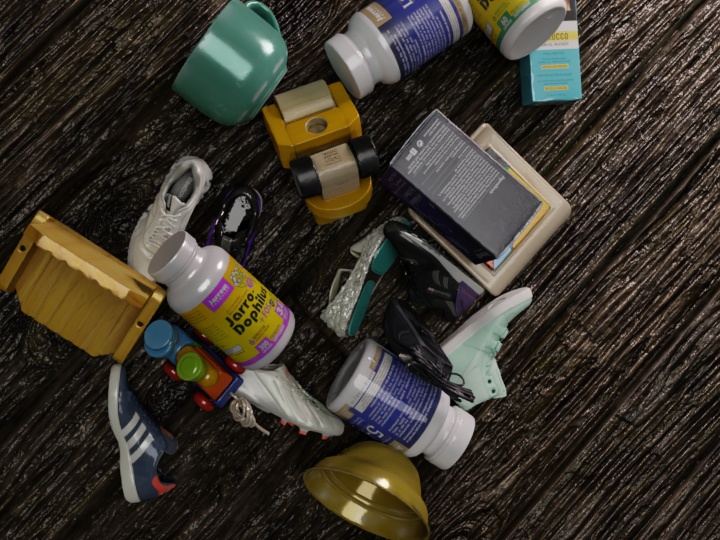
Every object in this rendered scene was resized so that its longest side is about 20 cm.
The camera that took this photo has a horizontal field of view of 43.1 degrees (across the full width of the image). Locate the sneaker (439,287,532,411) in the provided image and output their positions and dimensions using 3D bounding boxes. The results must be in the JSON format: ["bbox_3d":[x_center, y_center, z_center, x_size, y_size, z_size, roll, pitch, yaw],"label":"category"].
[{"bbox_3d":[0.201,0.122,1.367,0.200,0.074,0.118,-40,90,4],"label":"sneaker"}]

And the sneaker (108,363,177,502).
[{"bbox_3d":[-0.305,0.225,1.294,0.084,0.075,0.202,-9,103,-7],"label":"sneaker"}]

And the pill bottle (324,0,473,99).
[{"bbox_3d":[0.053,-0.341,1.312,0.199,0.116,0.116,-36,96,-7],"label":"pill bottle"}]

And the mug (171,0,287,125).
[{"bbox_3d":[-0.162,-0.291,1.261,0.114,0.152,0.186,36,86,-11],"label":"mug"}]

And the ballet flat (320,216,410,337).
[{"bbox_3d":[0.000,0.000,1.342,0.071,0.072,0.201,29,85,-9],"label":"ballet flat"}]

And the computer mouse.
[{"bbox_3d":[0.077,0.113,1.298,0.053,0.200,0.138,-45,123,11],"label":"computer mouse"}]

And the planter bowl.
[{"bbox_3d":[0.022,0.303,1.310,0.199,0.200,0.084,33,59,-8],"label":"planter bowl"}]

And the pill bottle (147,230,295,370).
[{"bbox_3d":[-0.187,0.038,1.223,0.104,0.104,0.200,-49,117,-5],"label":"pill bottle"}]

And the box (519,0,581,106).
[{"bbox_3d":[0.284,-0.355,1.382,0.081,0.049,0.202,-5,92,-9],"label":"box"}]

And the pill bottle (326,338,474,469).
[{"bbox_3d":[0.061,0.200,1.325,0.199,0.120,0.120,33,86,-8],"label":"pill bottle"}]

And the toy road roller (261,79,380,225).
[{"bbox_3d":[-0.053,-0.159,1.314,0.122,0.147,0.201,-20,57,-8],"label":"toy road roller"}]

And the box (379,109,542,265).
[{"bbox_3d":[0.137,-0.112,1.288,0.200,0.148,0.105,41,85,0],"label":"box"}]

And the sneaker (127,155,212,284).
[{"bbox_3d":[-0.274,-0.071,1.286,0.075,0.081,0.202,24,89,-11],"label":"sneaker"}]

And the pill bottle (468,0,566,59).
[{"bbox_3d":[0.194,-0.413,1.315,0.112,0.113,0.201,-34,74,-7],"label":"pill bottle"}]

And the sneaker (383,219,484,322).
[{"bbox_3d":[0.094,0.009,1.325,0.200,0.076,0.088,37,93,-31],"label":"sneaker"}]

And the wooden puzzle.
[{"bbox_3d":[0.199,-0.092,1.382,0.200,0.037,0.185,44,85,-8],"label":"wooden puzzle"}]

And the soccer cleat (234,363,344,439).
[{"bbox_3d":[-0.108,0.180,1.325,0.198,0.069,0.078,25,90,-6],"label":"soccer cleat"}]

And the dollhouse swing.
[{"bbox_3d":[-0.379,0.039,1.200,0.199,0.176,0.182,34,104,-9],"label":"dollhouse swing"}]

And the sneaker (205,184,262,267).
[{"bbox_3d":[-0.192,-0.028,1.288,0.069,0.100,0.202,16,88,-7],"label":"sneaker"}]

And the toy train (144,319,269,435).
[{"bbox_3d":[-0.208,0.146,1.245,0.200,0.116,0.085,39,85,26],"label":"toy train"}]
